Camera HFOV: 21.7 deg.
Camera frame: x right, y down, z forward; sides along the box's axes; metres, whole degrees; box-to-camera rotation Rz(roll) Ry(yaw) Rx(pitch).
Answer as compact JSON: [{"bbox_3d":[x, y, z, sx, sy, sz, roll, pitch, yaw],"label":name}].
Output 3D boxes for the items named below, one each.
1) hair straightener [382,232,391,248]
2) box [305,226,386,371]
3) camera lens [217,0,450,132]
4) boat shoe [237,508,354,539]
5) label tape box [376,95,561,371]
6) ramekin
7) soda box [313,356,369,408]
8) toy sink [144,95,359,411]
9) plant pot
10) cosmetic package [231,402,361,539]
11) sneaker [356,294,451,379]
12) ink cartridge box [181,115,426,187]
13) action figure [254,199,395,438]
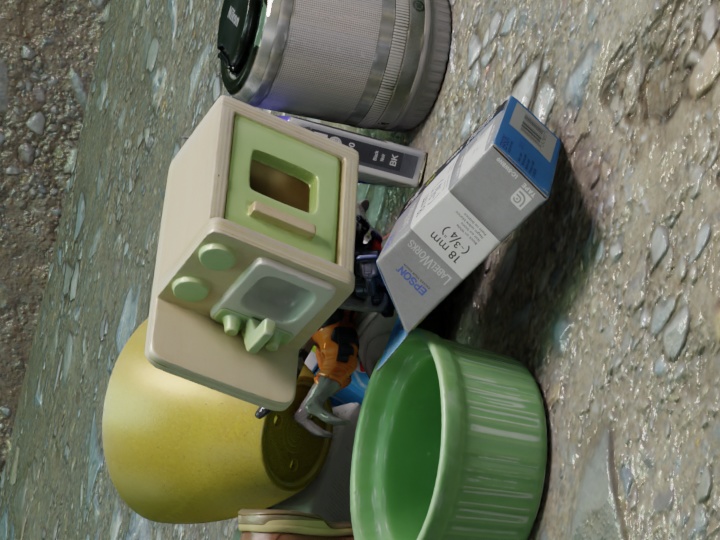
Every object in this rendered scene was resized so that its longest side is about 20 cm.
[{"bbox_3d":[0.000,0.000,1.722,0.041,0.199,0.077,52,180,20],"label":"hair straightener"},{"bbox_3d":[-0.067,0.032,1.814,0.201,0.112,0.101,-57,0,10],"label":"box"},{"bbox_3d":[-0.030,-0.226,1.820,0.160,0.198,0.162,-171,90,-71],"label":"camera lens"},{"bbox_3d":[-0.024,0.245,1.585,0.072,0.199,0.068,-8,73,48],"label":"boat shoe"},{"bbox_3d":[0.066,-0.032,1.484,0.200,0.063,0.144,-46,7,21],"label":"label tape box"},{"bbox_3d":[0.071,0.152,1.506,0.200,0.097,0.202,-170,90,-71],"label":"ramekin"},{"bbox_3d":[-0.033,0.137,1.830,0.068,0.064,0.200,-57,0,-39],"label":"soda box"},{"bbox_3d":[-0.081,-0.015,1.468,0.112,0.129,0.201,-46,30,45],"label":"toy sink"},{"bbox_3d":[-0.108,0.135,1.654,0.141,0.199,0.202,7,88,37],"label":"plant pot"},{"bbox_3d":[-0.050,0.224,1.703,0.101,0.074,0.201,-21,30,37],"label":"cosmetic package"},{"bbox_3d":[0.053,0.036,1.676,0.201,0.075,0.091,119,139,-48],"label":"sneaker"},{"bbox_3d":[-0.060,-0.125,1.859,0.198,0.198,0.044,-166,89,-70],"label":"ink cartridge box"},{"bbox_3d":[-0.025,0.031,1.546,0.200,0.103,0.196,70,-152,-77],"label":"action figure"}]
